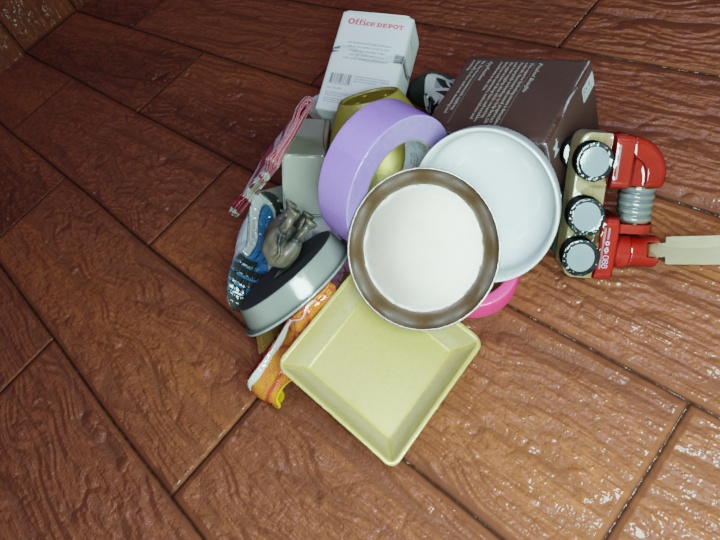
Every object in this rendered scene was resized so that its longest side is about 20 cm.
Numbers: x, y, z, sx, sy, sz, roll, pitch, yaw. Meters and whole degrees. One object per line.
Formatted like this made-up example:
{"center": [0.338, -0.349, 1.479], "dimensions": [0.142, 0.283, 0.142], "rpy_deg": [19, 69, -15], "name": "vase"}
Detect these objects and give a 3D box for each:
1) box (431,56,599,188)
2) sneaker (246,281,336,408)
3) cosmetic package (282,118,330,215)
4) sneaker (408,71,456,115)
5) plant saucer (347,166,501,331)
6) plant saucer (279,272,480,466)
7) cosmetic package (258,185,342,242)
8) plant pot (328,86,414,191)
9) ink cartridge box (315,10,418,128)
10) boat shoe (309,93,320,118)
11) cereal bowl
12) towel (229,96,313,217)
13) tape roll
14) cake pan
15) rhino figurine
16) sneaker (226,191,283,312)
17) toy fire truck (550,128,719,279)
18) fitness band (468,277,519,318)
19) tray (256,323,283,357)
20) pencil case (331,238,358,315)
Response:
{"center": [0.228, -0.195, 0.951], "dimensions": [0.196, 0.166, 0.168], "rpy_deg": [17, 61, 37], "name": "box"}
{"center": [-0.084, 0.101, 0.902], "dimensions": [0.202, 0.076, 0.073], "rpy_deg": [-56, 6, 17], "name": "sneaker"}
{"center": [-0.090, -0.183, 1.104], "dimensions": [0.070, 0.106, 0.202], "rpy_deg": [1, 30, -2], "name": "cosmetic package"}
{"center": [0.149, -0.293, 1.139], "dimensions": [0.197, 0.075, 0.089], "rpy_deg": [24, 64, 40], "name": "sneaker"}
{"center": [0.081, -0.027, 0.820], "dimensions": [0.195, 0.206, 0.032], "rpy_deg": [-21, 2, 9], "name": "plant saucer"}
{"center": [0.026, 0.116, 0.843], "dimensions": [0.198, 0.049, 0.201], "rpy_deg": [37, 73, 15], "name": "plant saucer"}
{"center": [-0.095, -0.089, 1.097], "dimensions": [0.081, 0.052, 0.198], "rpy_deg": [-21, 37, -33], "name": "cosmetic package"}
{"center": [0.027, -0.211, 1.039], "dimensions": [0.194, 0.146, 0.201], "rpy_deg": [-12, 26, 6], "name": "plant pot"}
{"center": [0.016, -0.360, 1.180], "dimensions": [0.142, 0.084, 0.206], "rpy_deg": [13, 78, 17], "name": "ink cartridge box"}
{"center": [-0.010, -0.345, 1.270], "dimensions": [0.194, 0.073, 0.070], "rpy_deg": [-9, 46, 22], "name": "boat shoe"}
{"center": [0.170, -0.092, 0.850], "dimensions": [0.194, 0.207, 0.083], "rpy_deg": [-1, 17, 27], "name": "cereal bowl"}
{"center": [-0.148, -0.180, 1.036], "dimensions": [0.199, 0.022, 0.147], "rpy_deg": [-34, 28, 55], "name": "towel"}
{"center": [0.036, -0.125, 0.879], "dimensions": [0.200, 0.202, 0.065], "rpy_deg": [-45, 53, -14], "name": "tape roll"}
{"center": [-0.099, 0.013, 0.927], "dimensions": [0.198, 0.037, 0.201], "rpy_deg": [-37, 15, 11], "name": "cake pan"}
{"center": [-0.112, -0.056, 0.958], "dimensions": [0.089, 0.059, 0.200], "rpy_deg": [-56, 12, 6], "name": "rhino figurine"}
{"center": [-0.178, -0.023, 1.055], "dimensions": [0.086, 0.073, 0.205], "rpy_deg": [-31, 41, 57], "name": "sneaker"}
{"center": [0.349, -0.074, 0.792], "dimensions": [0.193, 0.182, 0.129], "rpy_deg": [4, 16, 4], "name": "toy fire truck"}
{"center": [0.134, -0.012, 0.921], "dimensions": [0.196, 0.038, 0.145], "rpy_deg": [22, 62, 27], "name": "fitness band"}
{"center": [-0.127, 0.044, 1.034], "dimensions": [0.096, 0.037, 0.203], "rpy_deg": [-25, 45, 7], "name": "tray"}
{"center": [0.000, 0.000, 0.971], "dimensions": [0.086, 0.082, 0.204], "rpy_deg": [-30, 32, 53], "name": "pencil case"}
